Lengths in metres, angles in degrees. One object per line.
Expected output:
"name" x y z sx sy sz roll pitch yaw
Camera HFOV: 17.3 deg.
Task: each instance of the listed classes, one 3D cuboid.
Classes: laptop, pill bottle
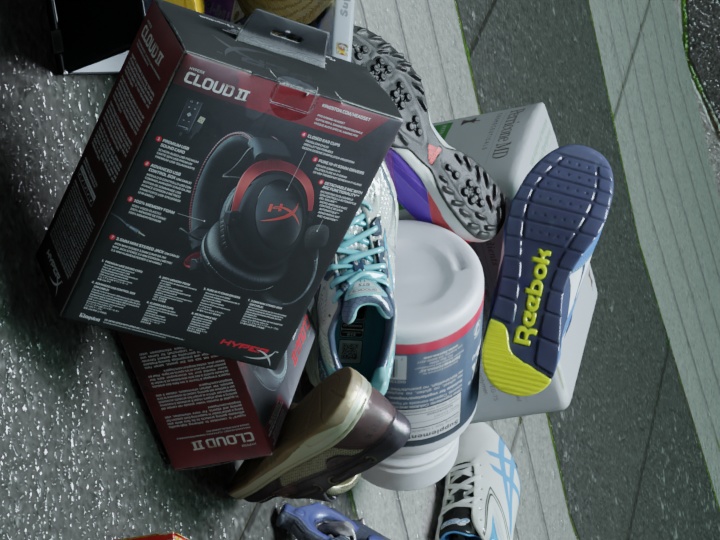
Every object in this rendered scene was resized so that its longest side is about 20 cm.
"laptop" -0.142 -0.223 1.470 0.200 0.115 0.188 -11 92 -63
"pill bottle" 0.033 0.071 1.813 0.201 0.119 0.120 90 6 -46

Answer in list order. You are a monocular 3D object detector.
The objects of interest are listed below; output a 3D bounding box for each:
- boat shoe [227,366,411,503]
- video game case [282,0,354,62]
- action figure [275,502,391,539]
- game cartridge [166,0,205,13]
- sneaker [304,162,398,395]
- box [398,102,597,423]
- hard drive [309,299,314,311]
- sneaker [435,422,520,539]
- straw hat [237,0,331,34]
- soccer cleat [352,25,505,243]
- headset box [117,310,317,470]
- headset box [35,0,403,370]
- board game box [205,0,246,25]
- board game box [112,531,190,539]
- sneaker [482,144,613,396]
"boat shoe" -0.029 0.123 1.568 0.065 0.200 0.072 35 58 -9
"video game case" -0.038 -0.163 1.592 0.143 0.018 0.201 141 -44 -59
"action figure" 0.026 0.249 1.735 0.105 0.200 0.193 -64 161 16
"game cartridge" -0.129 -0.263 1.559 0.200 0.032 0.177 -102 -178 -64
"sneaker" 0.000 0.000 1.651 0.086 0.077 0.201 -144 -133 -74
"box" 0.085 -0.002 1.970 0.199 0.171 0.201 -65 142 -60
"hard drive" -0.070 -0.050 1.741 0.140 0.038 0.201 30 52 -68
"sneaker" 0.098 0.213 2.075 0.072 0.072 0.201 47 34 -46
"straw hat" -0.067 -0.260 1.563 0.085 0.201 0.202 17 59 -31
"soccer cleat" 0.028 -0.096 1.782 0.200 0.073 0.068 50 54 -21
"headset box" -0.099 0.021 1.554 0.149 0.077 0.201 -70 144 -57
"headset box" -0.079 -0.056 1.377 0.148 0.201 0.075 15 24 -29
"board game box" -0.073 -0.166 1.678 0.120 0.032 0.201 43 50 -33
"board game box" -0.094 0.259 1.499 0.200 0.046 0.152 40 43 -64
"sneaker" 0.138 0.000 1.819 0.082 0.074 0.201 62 48 -81
